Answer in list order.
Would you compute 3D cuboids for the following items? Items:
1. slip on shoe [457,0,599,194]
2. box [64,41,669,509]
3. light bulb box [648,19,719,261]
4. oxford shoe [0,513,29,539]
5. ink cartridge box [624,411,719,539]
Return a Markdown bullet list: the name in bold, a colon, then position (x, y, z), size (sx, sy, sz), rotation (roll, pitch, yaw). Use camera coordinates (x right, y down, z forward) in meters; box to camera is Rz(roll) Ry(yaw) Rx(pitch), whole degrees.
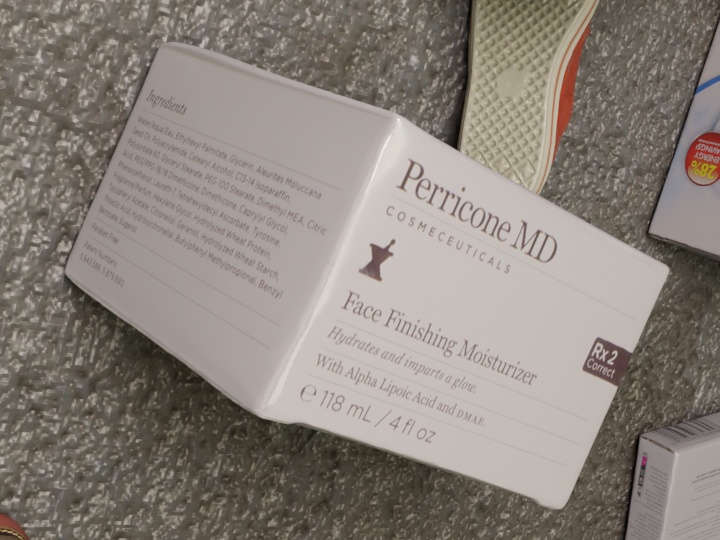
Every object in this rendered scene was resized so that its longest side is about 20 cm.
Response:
- **slip on shoe**: position (0.100, -0.132, 0.748), size (0.061, 0.073, 0.202), rotation (0, 101, -73)
- **box**: position (0.000, 0.000, 0.620), size (0.198, 0.199, 0.132), rotation (23, 92, -40)
- **light bulb box**: position (0.324, -0.082, 0.843), size (0.124, 0.198, 0.202), rotation (14, 96, -37)
- **oxford shoe**: position (-0.161, 0.221, 0.654), size (0.070, 0.075, 0.202), rotation (-32, 123, -25)
- **ink cartridge box**: position (0.282, 0.207, 1.013), size (0.195, 0.043, 0.202), rotation (-8, 112, -37)
